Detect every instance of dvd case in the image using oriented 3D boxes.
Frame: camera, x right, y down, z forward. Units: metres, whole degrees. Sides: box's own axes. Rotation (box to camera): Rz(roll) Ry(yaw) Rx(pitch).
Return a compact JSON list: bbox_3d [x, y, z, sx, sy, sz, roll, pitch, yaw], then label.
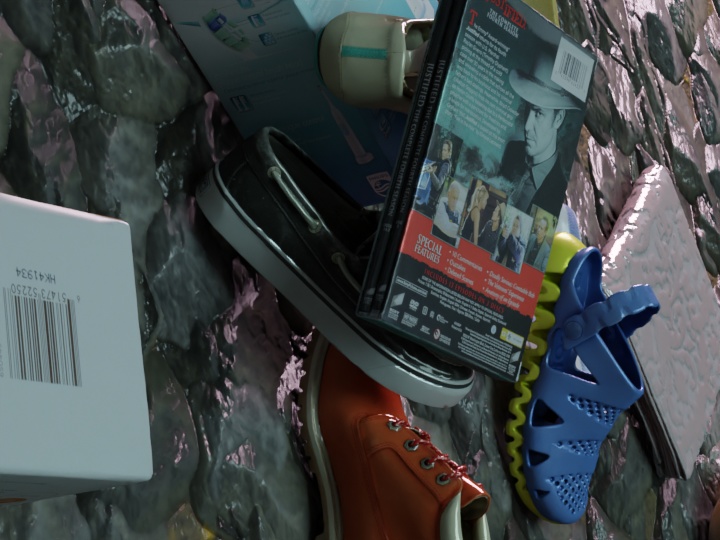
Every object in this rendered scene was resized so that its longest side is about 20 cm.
[{"bbox_3d":[0.069,-0.050,1.218,0.146,0.022,0.201,25,78,-52],"label":"dvd case"}]

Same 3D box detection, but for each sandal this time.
[{"bbox_3d":[0.153,0.078,1.495,0.079,0.087,0.201,-8,105,-60],"label":"sandal"}]

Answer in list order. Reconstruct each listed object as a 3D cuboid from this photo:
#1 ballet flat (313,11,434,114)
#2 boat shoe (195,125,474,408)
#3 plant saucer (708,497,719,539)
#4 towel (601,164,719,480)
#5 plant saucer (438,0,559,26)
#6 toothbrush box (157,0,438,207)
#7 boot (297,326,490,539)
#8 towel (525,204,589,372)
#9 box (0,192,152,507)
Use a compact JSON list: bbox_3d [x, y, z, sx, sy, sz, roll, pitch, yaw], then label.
[{"bbox_3d":[0.048,-0.116,1.252,0.200,0.069,0.070,-8,86,-60],"label":"ballet flat"},{"bbox_3d":[0.000,0.000,1.223,0.200,0.064,0.071,41,26,-19],"label":"boat shoe"},{"bbox_3d":[0.335,0.261,1.841,0.200,0.035,0.201,36,48,-52],"label":"plant saucer"},{"bbox_3d":[0.243,0.041,1.768,0.191,0.032,0.200,66,30,-23],"label":"towel"},{"bbox_3d":[0.077,-0.211,1.547,0.200,0.048,0.201,19,63,-58],"label":"plant saucer"},{"bbox_3d":[-0.030,-0.153,1.281,0.200,0.085,0.147,59,35,-33],"label":"toothbrush box"},{"bbox_3d":[0.026,0.112,1.254,0.075,0.107,0.201,17,62,-56],"label":"boot"},{"bbox_3d":[0.113,-0.004,1.553,0.200,0.024,0.147,27,55,-56],"label":"towel"},{"bbox_3d":[-0.192,0.040,0.772,0.124,0.200,0.098,14,66,-60],"label":"box"}]
